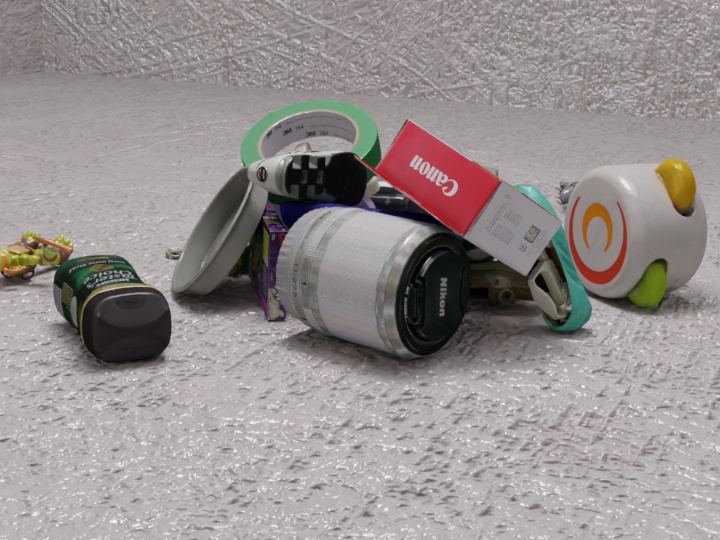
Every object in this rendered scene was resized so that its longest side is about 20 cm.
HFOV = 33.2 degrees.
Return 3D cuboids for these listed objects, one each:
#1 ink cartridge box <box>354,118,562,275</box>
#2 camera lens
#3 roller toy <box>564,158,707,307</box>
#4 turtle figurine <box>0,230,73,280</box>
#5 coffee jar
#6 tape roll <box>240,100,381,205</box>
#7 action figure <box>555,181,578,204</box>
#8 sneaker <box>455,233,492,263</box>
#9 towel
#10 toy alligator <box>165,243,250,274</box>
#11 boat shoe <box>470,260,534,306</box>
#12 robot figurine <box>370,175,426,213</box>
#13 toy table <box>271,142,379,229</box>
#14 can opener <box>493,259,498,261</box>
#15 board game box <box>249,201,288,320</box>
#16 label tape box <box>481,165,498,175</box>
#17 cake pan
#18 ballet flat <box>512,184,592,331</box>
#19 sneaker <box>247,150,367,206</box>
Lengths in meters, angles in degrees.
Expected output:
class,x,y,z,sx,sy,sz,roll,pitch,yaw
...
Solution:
class,x,y,z,sx,sy,sz,roll,pitch,yaw
ink cartridge box,0.115,-0.099,1.470,0.176,0.084,0.200,28,9,-44
camera lens,0.019,0.011,1.445,0.200,0.160,0.160,14,20,38
roller toy,0.385,-0.059,1.678,0.140,0.200,0.182,-5,11,-24
turtle figurine,-0.469,-0.020,1.696,0.200,0.064,0.161,-4,6,14
coffee jar,-0.296,0.043,1.443,0.104,0.085,0.200,-6,18,-25
tape roll,-0.071,-0.171,1.744,0.200,0.048,0.200,-6,40,5
action figure,0.446,-0.141,2.218,0.200,0.069,0.130,-9,26,-22
sneaker,0.152,-0.034,1.661,0.087,0.075,0.200,26,-23,-22
towel,0.009,-0.057,1.604,0.200,0.050,0.148,7,2,25
toy alligator,-0.213,-0.033,1.783,0.200,0.054,0.059,11,18,32
boat shoe,0.155,0.024,1.620,0.201,0.063,0.073,9,-19,7
robot figurine,0.057,-0.100,1.931,0.200,0.150,0.125,5,49,11
toy table,-0.064,-0.087,1.805,0.200,0.184,0.117,-2,28,13
can opener,0.215,-0.025,1.657,0.053,0.067,0.200,15,-15,-2
board game box,-0.125,-0.020,1.620,0.032,0.120,0.200,3,15,-13
label tape box,0.173,-0.081,1.821,0.066,0.143,0.200,5,16,13
cake pan,-0.187,-0.050,1.635,0.037,0.200,0.200,32,7,-19
ballet flat,0.229,-0.013,1.513,0.067,0.200,0.070,-22,4,42
sneaker,-0.069,-0.128,1.605,0.088,0.074,0.200,9,2,36
